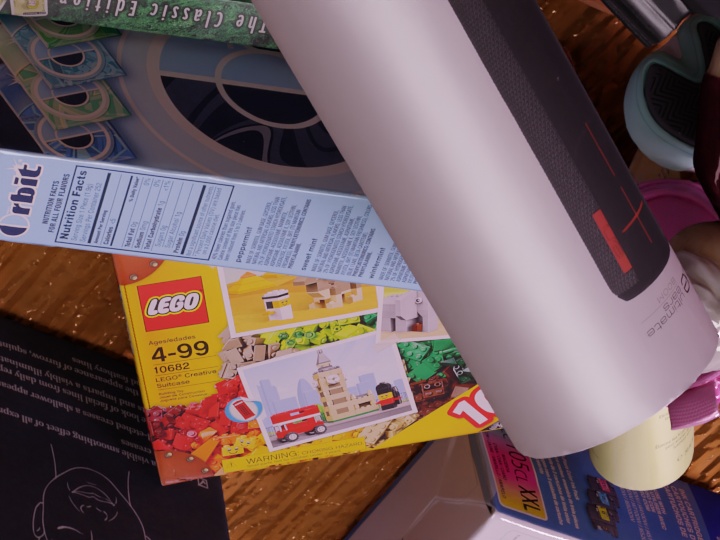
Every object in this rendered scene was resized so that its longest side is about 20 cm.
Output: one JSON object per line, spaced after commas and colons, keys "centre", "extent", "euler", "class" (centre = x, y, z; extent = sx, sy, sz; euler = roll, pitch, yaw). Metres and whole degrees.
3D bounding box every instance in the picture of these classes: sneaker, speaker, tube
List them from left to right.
{"centre": [0.037, -0.040, 0.763], "extent": [0.081, 0.081, 0.201], "euler": [-27, 106, 14], "class": "speaker"}
{"centre": [0.125, 0.019, 1.057], "extent": [0.052, 0.058, 0.201], "euler": [-16, 136, -8], "class": "tube"}
{"centre": [0.185, -0.063, 0.960], "extent": [0.199, 0.078, 0.140], "euler": [-13, 166, -15], "class": "sneaker"}

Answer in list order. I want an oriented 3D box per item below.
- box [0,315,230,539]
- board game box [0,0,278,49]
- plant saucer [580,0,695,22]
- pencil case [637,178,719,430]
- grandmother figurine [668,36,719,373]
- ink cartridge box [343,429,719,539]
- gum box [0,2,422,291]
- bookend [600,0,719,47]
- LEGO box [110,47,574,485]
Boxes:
{"centre": [-0.141, 0.133, 1.013], "extent": [0.148, 0.201, 0.107], "euler": [23, 125, -29], "class": "box"}
{"centre": [-0.049, -0.121, 0.857], "extent": [0.198, 0.105, 0.024], "euler": [7, 130, -16], "class": "board game box"}
{"centre": [0.146, -0.169, 0.901], "extent": [0.198, 0.038, 0.201], "euler": [-7, 134, -7], "class": "plant saucer"}
{"centre": [0.155, 0.014, 0.977], "extent": [0.090, 0.094, 0.200], "euler": [-29, 167, 26], "class": "pencil case"}
{"centre": [0.159, -0.049, 0.848], "extent": [0.121, 0.060, 0.201], "euler": [36, 81, -22], "class": "grandmother figurine"}
{"centre": [0.099, 0.160, 1.175], "extent": [0.199, 0.077, 0.137], "euler": [22, 126, -27], "class": "ink cartridge box"}
{"centre": [-0.042, -0.071, 0.861], "extent": [0.198, 0.171, 0.045], "euler": [7, 132, -19], "class": "gum box"}
{"centre": [0.156, -0.164, 0.742], "extent": [0.092, 0.199, 0.200], "euler": [43, 91, -15], "class": "bookend"}
{"centre": [0.000, 0.000, 1.002], "extent": [0.198, 0.077, 0.150], "euler": [-10, 135, -3], "class": "LEGO box"}
